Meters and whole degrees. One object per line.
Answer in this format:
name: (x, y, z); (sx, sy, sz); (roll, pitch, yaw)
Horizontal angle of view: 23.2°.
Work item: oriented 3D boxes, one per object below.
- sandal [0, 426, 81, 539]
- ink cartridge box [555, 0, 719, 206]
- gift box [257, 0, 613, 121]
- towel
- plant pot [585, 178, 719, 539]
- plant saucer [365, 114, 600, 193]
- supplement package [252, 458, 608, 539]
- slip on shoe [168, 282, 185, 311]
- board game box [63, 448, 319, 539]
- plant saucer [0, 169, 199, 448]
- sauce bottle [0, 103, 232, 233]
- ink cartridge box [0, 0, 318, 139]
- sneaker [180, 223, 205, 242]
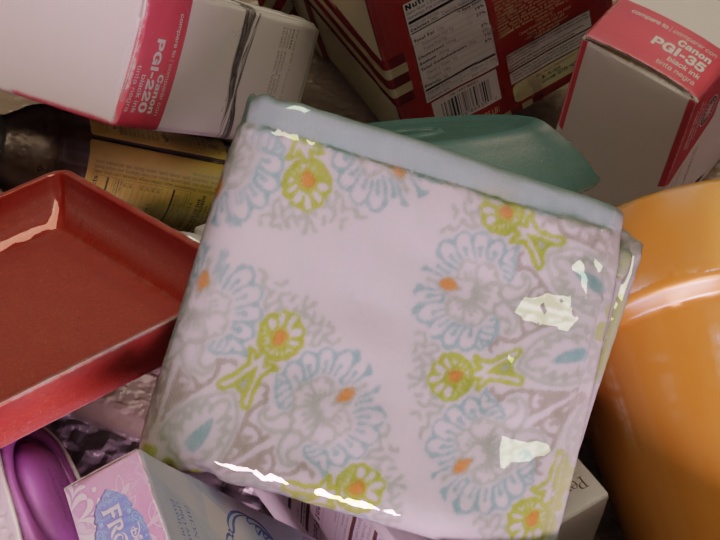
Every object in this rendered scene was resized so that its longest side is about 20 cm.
sandal: (-0.114, 0.148, 0.783); (0.203, 0.050, 0.082); (59, 22, 13)
ink cartridge box: (0.207, -0.131, 1.109); (0.083, 0.147, 0.200); (31, 54, 18)
gift box: (0.038, -0.193, 1.116); (0.184, 0.200, 0.187); (-27, 53, -11)
towel: (0.018, 0.029, 0.793); (0.199, 0.048, 0.172); (18, 84, -13)
plant pot: (0.199, 0.080, 0.911); (0.199, 0.200, 0.184); (-1, 62, -7)
plant saucer: (0.024, -0.056, 0.919); (0.199, 0.036, 0.200); (-6, 10, 1)
supplement package: (0.018, 0.098, 0.917); (0.114, 0.110, 0.200); (-26, 57, -25)
slip on shoe: (0.000, 0.000, 0.886); (0.199, 0.061, 0.074); (-9, 53, -13)
board game box: (-0.037, 0.195, 0.761); (0.043, 0.199, 0.200); (-28, 62, 11)
plant saucer: (-0.181, 0.027, 0.844); (0.200, 0.037, 0.199); (-28, 33, -27)
sauce bottle: (-0.162, -0.063, 1.019); (0.199, 0.065, 0.065); (12, 45, -28)
ink cartridge box: (-0.137, -0.134, 1.031); (0.145, 0.085, 0.200); (19, 10, 24)
sneaker: (-0.046, 0.000, 1.020); (0.200, 0.081, 0.089); (-33, 67, -24)
